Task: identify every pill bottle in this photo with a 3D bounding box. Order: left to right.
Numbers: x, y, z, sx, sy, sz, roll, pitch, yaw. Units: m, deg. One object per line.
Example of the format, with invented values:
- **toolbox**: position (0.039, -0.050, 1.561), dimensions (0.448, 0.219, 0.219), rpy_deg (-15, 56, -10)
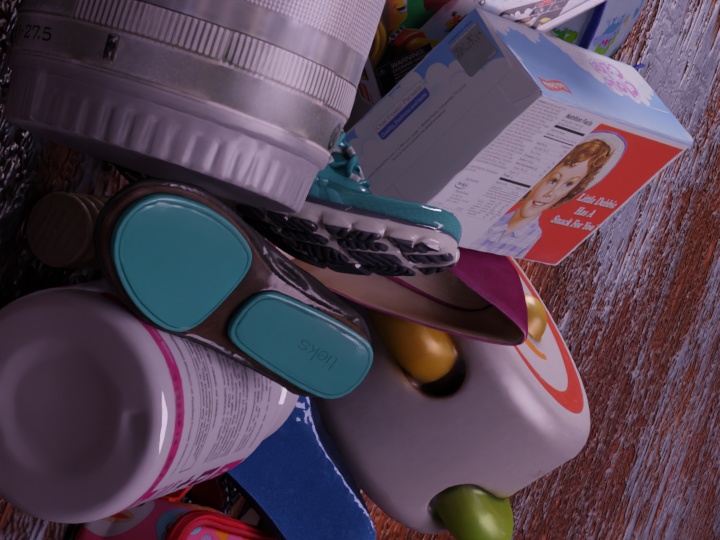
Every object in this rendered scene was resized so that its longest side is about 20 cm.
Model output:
- **pill bottle**: position (-0.108, 0.057, 1.358), dimensions (0.200, 0.113, 0.113), rpy_deg (-13, 118, -68)

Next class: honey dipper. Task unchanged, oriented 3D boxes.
- **honey dipper**: position (-0.103, -0.016, 1.391), dimensions (0.200, 0.038, 0.038), rpy_deg (5, 101, -63)

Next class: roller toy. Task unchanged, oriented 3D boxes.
- **roller toy**: position (0.052, 0.055, 1.663), dimensions (0.200, 0.140, 0.182), rpy_deg (51, 16, -26)

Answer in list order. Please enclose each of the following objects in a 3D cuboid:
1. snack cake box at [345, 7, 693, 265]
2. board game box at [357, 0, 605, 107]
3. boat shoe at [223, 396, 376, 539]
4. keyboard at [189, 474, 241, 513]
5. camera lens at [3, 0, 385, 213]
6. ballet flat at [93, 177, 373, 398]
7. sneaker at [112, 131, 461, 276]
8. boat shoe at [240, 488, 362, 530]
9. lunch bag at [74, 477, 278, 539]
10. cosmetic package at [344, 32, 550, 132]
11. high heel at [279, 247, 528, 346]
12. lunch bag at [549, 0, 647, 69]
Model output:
- **snack cake box**: position (0.089, -0.070, 1.500), dimensions (0.115, 0.067, 0.200), rpy_deg (-44, 156, 19)
- **board game box**: position (0.075, -0.184, 1.463), dimensions (0.200, 0.035, 0.126), rpy_deg (-29, 125, -15)
- **boat shoe**: position (-0.062, 0.093, 1.541), dimensions (0.084, 0.069, 0.200), rpy_deg (-28, 118, -11)
- **keyboard**: position (-0.069, 0.067, 1.594), dimensions (0.200, 0.040, 0.104), rpy_deg (87, 27, -46)
- **camera lens**: position (-0.066, -0.142, 1.237), dimensions (0.160, 0.160, 0.200), rpy_deg (25, 82, -71)
- **ballet flat**: position (-0.071, 0.003, 1.285), dimensions (0.068, 0.068, 0.200), rpy_deg (-45, 137, 4)
- **sneaker**: position (-0.036, -0.055, 1.331), dimensions (0.080, 0.200, 0.078), rpy_deg (-62, 157, -10)
- **boat shoe**: position (-0.029, 0.142, 1.735), dimensions (0.072, 0.059, 0.200), rpy_deg (76, 36, -56)
- **lunch bag**: position (-0.110, 0.197, 1.535), dimensions (0.200, 0.082, 0.176), rpy_deg (32, 71, -71)
- **cosmetic package**: position (0.043, -0.117, 1.646), dimensions (0.104, 0.073, 0.200), rpy_deg (62, 34, -16)
- **high heel**: position (0.000, 0.000, 1.509), dimensions (0.200, 0.096, 0.067), rpy_deg (12, 123, -32)
- **lunch bag**: position (0.123, -0.161, 1.834), dimensions (0.200, 0.127, 0.170), rpy_deg (-67, 167, 22)
